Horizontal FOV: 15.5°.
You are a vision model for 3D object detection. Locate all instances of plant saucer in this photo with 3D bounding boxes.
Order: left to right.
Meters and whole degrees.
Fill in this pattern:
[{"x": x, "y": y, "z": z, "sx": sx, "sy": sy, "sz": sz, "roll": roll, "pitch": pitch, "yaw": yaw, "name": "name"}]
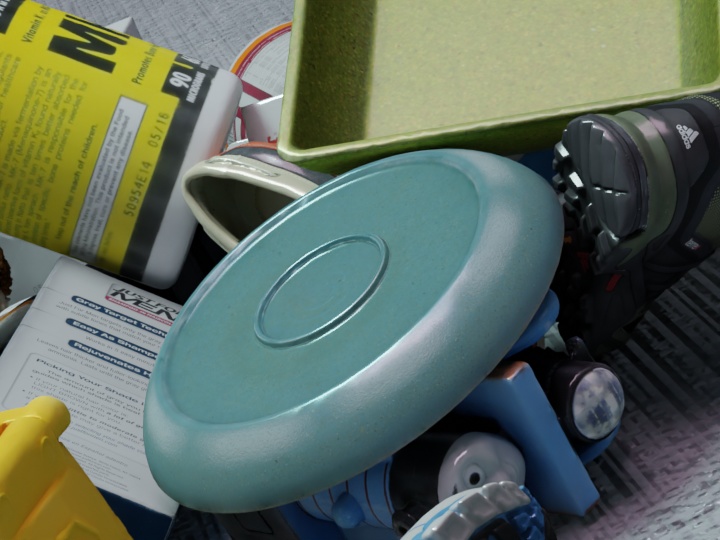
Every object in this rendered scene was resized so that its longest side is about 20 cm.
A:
[{"x": -0.011, "y": 0.015, "z": 1.066, "sx": 0.200, "sy": 0.027, "sz": 0.200, "roll": -28, "pitch": 28, "yaw": 16, "name": "plant saucer"}, {"x": 0.070, "y": -0.117, "z": 1.190, "sx": 0.199, "sy": 0.048, "sz": 0.200, "roll": -8, "pitch": 45, "yaw": 13, "name": "plant saucer"}]

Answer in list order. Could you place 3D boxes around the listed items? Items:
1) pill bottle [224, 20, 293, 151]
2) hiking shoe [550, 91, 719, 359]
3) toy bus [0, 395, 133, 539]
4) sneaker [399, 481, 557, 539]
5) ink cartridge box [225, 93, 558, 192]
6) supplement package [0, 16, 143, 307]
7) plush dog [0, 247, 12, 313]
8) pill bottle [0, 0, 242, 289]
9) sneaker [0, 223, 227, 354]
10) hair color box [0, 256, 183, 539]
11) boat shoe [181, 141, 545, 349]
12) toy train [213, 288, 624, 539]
[{"x": -0.004, "y": -0.074, "z": 1.447, "sx": 0.109, "sy": 0.110, "sz": 0.200, "roll": -27, "pitch": 18, "yaw": -10, "name": "pill bottle"}, {"x": 0.129, "y": -0.019, "z": 1.110, "sx": 0.100, "sy": 0.076, "sz": 0.200, "roll": -17, "pitch": -14, "yaw": -9, "name": "hiking shoe"}, {"x": -0.186, "y": 0.121, "z": 0.987, "sx": 0.199, "sy": 0.193, "sz": 0.136, "roll": -18, "pitch": 20, "yaw": 23, "name": "toy bus"}, {"x": -0.002, "y": 0.139, "z": 0.897, "sx": 0.086, "sy": 0.075, "sz": 0.200, "roll": -16, "pitch": 18, "yaw": 42, "name": "sneaker"}, {"x": 0.017, "y": -0.038, "z": 1.281, "sx": 0.199, "sy": 0.117, "sz": 0.068, "roll": -17, "pitch": -10, "yaw": 23, "name": "ink cartridge box"}, {"x": -0.183, "y": -0.056, "z": 1.608, "sx": 0.121, "sy": 0.120, "sz": 0.200, "roll": -21, "pitch": 17, "yaw": 12, "name": "supplement package"}, {"x": -0.275, "y": 0.045, "z": 1.467, "sx": 0.171, "sy": 0.161, "sz": 0.201, "roll": -2, "pitch": 53, "yaw": 19, "name": "plush dog"}, {"x": -0.167, "y": -0.074, "z": 1.289, "sx": 0.199, "sy": 0.115, "sz": 0.114, "roll": 19, "pitch": 21, "yaw": -3, "name": "pill bottle"}, {"x": -0.114, "y": 0.021, "z": 1.370, "sx": 0.200, "sy": 0.079, "sz": 0.079, "roll": -31, "pitch": 12, "yaw": 12, "name": "sneaker"}, {"x": -0.120, "y": 0.071, "z": 1.182, "sx": 0.100, "sy": 0.061, "sz": 0.200, "roll": 23, "pitch": 23, "yaw": -2, "name": "hair color box"}, {"x": 0.000, "y": 0.000, "z": 1.187, "sx": 0.062, "sy": 0.071, "sz": 0.200, "roll": -6, "pitch": 34, "yaw": -44, "name": "boat shoe"}, {"x": 0.016, "y": 0.065, "z": 1.073, "sx": 0.200, "sy": 0.087, "sz": 0.114, "roll": 3, "pitch": 41, "yaw": 51, "name": "toy train"}]
